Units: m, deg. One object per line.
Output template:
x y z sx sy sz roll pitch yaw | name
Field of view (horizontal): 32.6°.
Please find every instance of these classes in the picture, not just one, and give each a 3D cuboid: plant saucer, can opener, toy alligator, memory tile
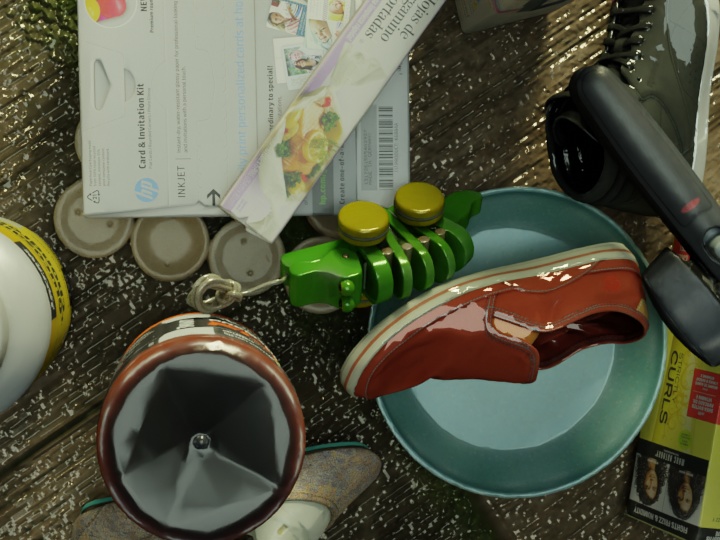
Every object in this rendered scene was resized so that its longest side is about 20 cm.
0.100 0.046 0.804 0.199 0.036 0.201 0 93 -8 | plant saucer
0.186 -0.036 0.717 0.078 0.063 0.200 -35 101 -4 | can opener
0.000 0.000 0.717 0.199 0.054 0.060 -21 136 -25 | toy alligator
-0.084 -0.062 0.783 0.199 0.017 0.154 14 91 -9 | memory tile

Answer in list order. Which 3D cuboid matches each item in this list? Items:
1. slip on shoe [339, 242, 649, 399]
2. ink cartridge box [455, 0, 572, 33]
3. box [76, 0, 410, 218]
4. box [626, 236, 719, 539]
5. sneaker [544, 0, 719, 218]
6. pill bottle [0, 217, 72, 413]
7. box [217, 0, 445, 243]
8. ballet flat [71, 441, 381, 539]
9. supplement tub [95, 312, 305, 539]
0.084 0.040 0.743 0.199 0.074 0.061 -16 60 -10 | slip on shoe
0.097 -0.213 0.709 0.067 0.200 0.118 -14 94 -7 | ink cartridge box
-0.070 -0.111 0.754 0.199 0.041 0.157 -2 93 -9 | box
0.229 0.072 0.801 0.050 0.075 0.201 9 92 -26 | box
0.167 -0.130 0.775 0.099 0.071 0.201 -5 97 -34 | sneaker
-0.222 0.026 0.674 0.111 0.200 0.113 0 93 -8 | pill bottle
-0.012 -0.106 0.723 0.039 0.041 0.200 36 87 -10 | box
-0.078 0.163 0.764 0.199 0.068 0.067 -15 50 -1 | ballet flat
-0.091 0.079 0.695 0.106 0.200 0.108 -1 93 -9 | supplement tub
